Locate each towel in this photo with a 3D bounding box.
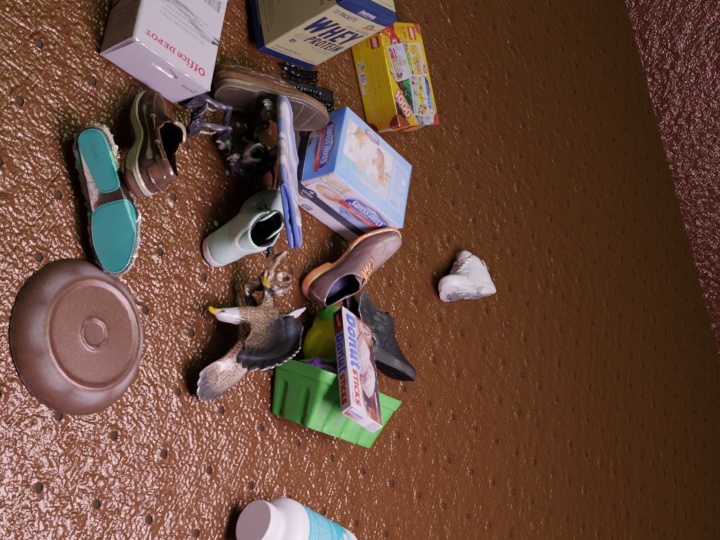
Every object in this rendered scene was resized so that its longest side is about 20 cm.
[{"bbox_3d":[-0.109,-0.151,1.406,0.148,0.023,0.202,85,0,-49],"label":"towel"}]

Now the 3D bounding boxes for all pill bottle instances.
[{"bbox_3d":[-0.095,0.409,1.372,0.200,0.110,0.112,42,51,-40],"label":"pill bottle"}]

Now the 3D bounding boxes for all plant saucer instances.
[{"bbox_3d":[-0.349,0.083,1.178,0.199,0.036,0.203,16,69,-49],"label":"plant saucer"}]

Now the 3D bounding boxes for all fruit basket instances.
[{"bbox_3d":[-0.038,0.162,1.492,0.214,0.154,0.219,-12,107,-44],"label":"fruit basket"}]

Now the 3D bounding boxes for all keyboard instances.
[{"bbox_3d":[-0.104,-0.306,1.586,0.199,0.039,0.106,-1,83,-54],"label":"keyboard"}]

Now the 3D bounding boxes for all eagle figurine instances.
[{"bbox_3d":[-0.158,0.094,1.347,0.152,0.149,0.202,90,0,-56],"label":"eagle figurine"}]

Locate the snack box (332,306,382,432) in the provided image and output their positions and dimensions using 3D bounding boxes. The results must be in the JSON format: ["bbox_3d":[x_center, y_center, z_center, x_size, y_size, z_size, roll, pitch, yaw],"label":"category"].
[{"bbox_3d":[-0.006,0.149,1.414,0.072,0.024,0.201,37,30,-33],"label":"snack box"}]

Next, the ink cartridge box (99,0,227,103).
[{"bbox_3d":[-0.278,-0.370,1.334,0.145,0.083,0.203,30,59,-45],"label":"ink cartridge box"}]

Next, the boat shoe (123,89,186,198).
[{"bbox_3d":[-0.271,-0.180,1.258,0.075,0.074,0.204,62,15,-47],"label":"boat shoe"}]

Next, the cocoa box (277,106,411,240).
[{"bbox_3d":[-0.022,-0.162,1.583,0.199,0.130,0.135,36,55,-43],"label":"cocoa box"}]

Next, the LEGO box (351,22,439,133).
[{"bbox_3d":[0.067,-0.373,1.793,0.148,0.076,0.203,-16,95,-52],"label":"LEGO box"}]

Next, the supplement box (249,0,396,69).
[{"bbox_3d":[-0.070,-0.475,1.519,0.133,0.198,0.203,5,71,-51],"label":"supplement box"}]

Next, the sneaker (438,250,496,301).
[{"bbox_3d":[0.209,0.010,1.907,0.199,0.077,0.101,2,73,-61],"label":"sneaker"}]

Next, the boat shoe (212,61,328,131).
[{"bbox_3d":[-0.139,-0.284,1.472,0.198,0.072,0.069,15,51,-30],"label":"boat shoe"}]

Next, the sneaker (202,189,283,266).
[{"bbox_3d":[-0.142,-0.073,1.417,0.201,0.117,0.074,-48,117,-48],"label":"sneaker"}]

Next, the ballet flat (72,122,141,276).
[{"bbox_3d":[-0.331,-0.094,1.220,0.064,0.075,0.203,-167,-112,-83],"label":"ballet flat"}]

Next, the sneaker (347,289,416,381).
[{"bbox_3d":[0.043,0.122,1.661,0.199,0.060,0.105,32,62,-40],"label":"sneaker"}]

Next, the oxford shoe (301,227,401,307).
[{"bbox_3d":[0.000,0.000,1.552,0.199,0.073,0.072,-36,128,-16],"label":"oxford shoe"}]

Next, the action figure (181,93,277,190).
[{"bbox_3d":[-0.178,-0.204,1.416,0.199,0.101,0.120,35,44,-41],"label":"action figure"}]
